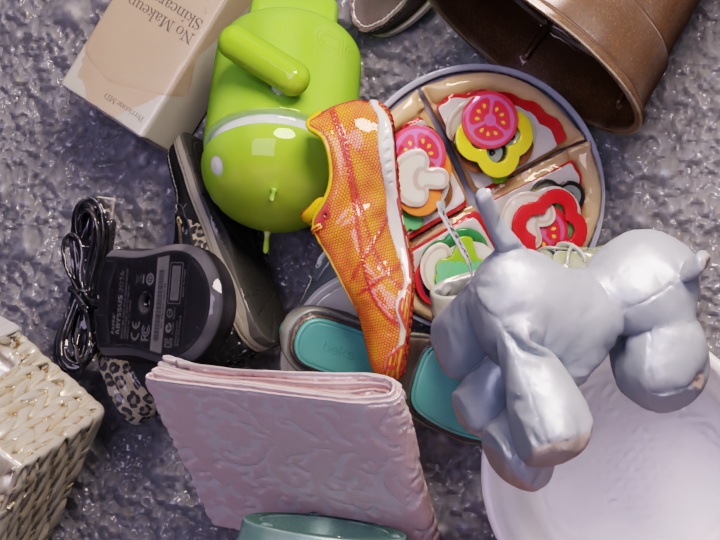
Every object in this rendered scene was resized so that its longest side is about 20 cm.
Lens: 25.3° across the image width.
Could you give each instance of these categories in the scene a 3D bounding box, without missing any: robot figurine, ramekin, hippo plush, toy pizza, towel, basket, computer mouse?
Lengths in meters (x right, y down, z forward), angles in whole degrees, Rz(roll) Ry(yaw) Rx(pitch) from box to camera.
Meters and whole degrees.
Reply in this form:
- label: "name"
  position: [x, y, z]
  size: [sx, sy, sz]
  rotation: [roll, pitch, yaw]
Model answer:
- label: "robot figurine"
  position: [-0.059, -0.117, 1.225]
  size: [0.114, 0.176, 0.202]
  rotation: [6, 60, -1]
- label: "ramekin"
  position: [0.191, 0.143, 1.141]
  size: [0.198, 0.098, 0.203]
  rotation: [-2, 81, 15]
- label: "hippo plush"
  position: [0.143, 0.033, 1.069]
  size: [0.159, 0.159, 0.202]
  rotation: [-15, 92, -18]
- label: "toy pizza"
  position: [0.087, -0.051, 1.190]
  size: [0.198, 0.032, 0.202]
  rotation: [-1, 99, -6]
- label: "towel"
  position: [-0.044, 0.136, 1.169]
  size: [0.189, 0.201, 0.032]
  rotation: [6, 51, 18]
- label: "basket"
  position: [-0.298, 0.161, 1.230]
  size: [0.123, 0.135, 0.201]
  rotation: [34, 118, 11]
- label: "computer mouse"
  position: [-0.152, 0.020, 1.202]
  size: [0.199, 0.052, 0.140]
  rotation: [8, 89, 46]

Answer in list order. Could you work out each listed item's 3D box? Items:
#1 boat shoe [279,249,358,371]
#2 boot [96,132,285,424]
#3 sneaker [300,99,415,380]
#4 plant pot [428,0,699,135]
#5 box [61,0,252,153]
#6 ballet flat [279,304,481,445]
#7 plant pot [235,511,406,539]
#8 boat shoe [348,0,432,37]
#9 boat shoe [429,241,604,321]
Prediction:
- label: "boat shoe"
  position: [0.000, 0.000, 1.247]
  size: [0.201, 0.072, 0.062]
  rotation: [-56, 29, 9]
- label: "boot"
  position: [-0.152, 0.006, 1.272]
  size: [0.153, 0.073, 0.205]
  rotation: [-35, 59, 21]
- label: "sneaker"
  position: [-0.001, -0.019, 1.148]
  size: [0.076, 0.073, 0.202]
  rotation: [-9, 91, 3]
- label: "plant pot"
  position: [0.175, -0.239, 1.163]
  size: [0.200, 0.200, 0.199]
  rotation: [34, 84, 18]
- label: "box"
  position: [-0.143, -0.204, 1.298]
  size: [0.095, 0.078, 0.201]
  rotation: [31, 91, 18]
- label: "ballet flat"
  position: [0.032, 0.073, 1.209]
  size: [0.198, 0.064, 0.068]
  rotation: [22, 92, -11]
- label: "plant pot"
  position: [-0.032, 0.244, 1.128]
  size: [0.198, 0.200, 0.136]
  rotation: [7, 89, 17]
- label: "boat shoe"
  position: [0.045, -0.256, 1.223]
  size: [0.072, 0.059, 0.200]
  rotation: [49, 125, 12]
- label: "boat shoe"
  position: [0.145, 0.013, 1.162]
  size: [0.198, 0.072, 0.062]
  rotation: [-21, 119, -7]
